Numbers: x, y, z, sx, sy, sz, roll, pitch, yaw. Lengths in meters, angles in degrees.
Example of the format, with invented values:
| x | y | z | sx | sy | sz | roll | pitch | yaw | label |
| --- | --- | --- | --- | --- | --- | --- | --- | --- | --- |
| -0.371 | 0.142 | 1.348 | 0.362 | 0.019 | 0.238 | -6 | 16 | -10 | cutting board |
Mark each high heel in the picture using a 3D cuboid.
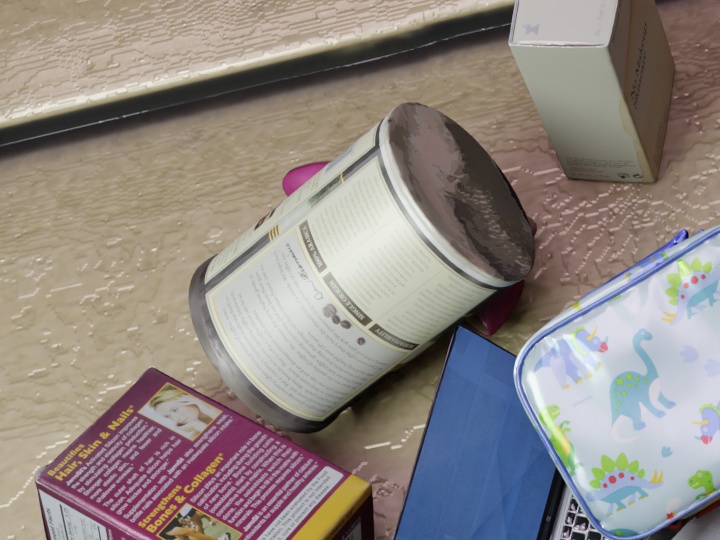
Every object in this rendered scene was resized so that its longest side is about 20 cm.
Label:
| x | y | z | sx | sy | sz | roll | pitch | yaw | label |
| --- | --- | --- | --- | --- | --- | --- | --- | --- | --- |
| 0.025 | -0.018 | 1.656 | 0.199 | 0.068 | 0.096 | 13 | 60 | 18 | high heel |

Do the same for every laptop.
| x | y | z | sx | sy | sz | roll | pitch | yaw | label |
| --- | --- | --- | --- | --- | --- | --- | --- | --- | --- |
| 0.144 | 0.158 | 1.515 | 0.199 | 0.116 | 0.188 | 10 | 70 | 21 | laptop |

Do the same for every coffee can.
| x | y | z | sx | sy | sz | roll | pitch | yaw | label |
| --- | --- | --- | --- | --- | --- | --- | --- | --- | --- |
| 0.000 | 0.000 | 1.572 | 0.200 | 0.146 | 0.147 | -38 | 58 | 28 | coffee can |

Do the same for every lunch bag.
| x | y | z | sx | sy | sz | roll | pitch | yaw | label |
| --- | --- | --- | --- | --- | --- | --- | --- | --- | --- |
| 0.210 | 0.068 | 1.472 | 0.199 | 0.082 | 0.161 | -32 | 82 | 10 | lunch bag |

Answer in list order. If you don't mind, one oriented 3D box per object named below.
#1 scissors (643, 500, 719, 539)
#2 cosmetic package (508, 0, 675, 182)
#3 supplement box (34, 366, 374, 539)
| x | y | z | sx | sy | sz | roll | pitch | yaw | label |
| --- | --- | --- | --- | --- | --- | --- | --- | --- | --- |
| 0.213 | 0.155 | 1.522 | 0.199 | 0.014 | 0.073 | -31 | 80 | -15 | scissors |
| 0.166 | -0.152 | 1.601 | 0.073 | 0.200 | 0.104 | 4 | 68 | 19 | cosmetic package |
| -0.106 | 0.176 | 1.567 | 0.199 | 0.104 | 0.131 | 27 | 52 | 26 | supplement box |
